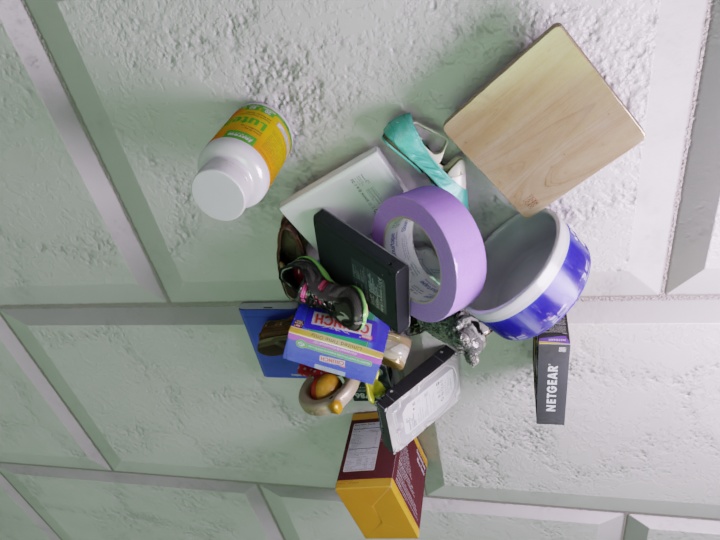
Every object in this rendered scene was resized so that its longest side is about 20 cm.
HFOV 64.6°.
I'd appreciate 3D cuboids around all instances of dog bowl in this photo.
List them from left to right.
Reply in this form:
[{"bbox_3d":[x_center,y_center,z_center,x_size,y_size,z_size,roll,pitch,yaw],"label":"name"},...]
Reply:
[{"bbox_3d":[0.255,0.005,0.894,0.078,0.202,0.200,36,127,-18],"label":"dog bowl"}]

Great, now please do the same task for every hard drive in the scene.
[{"bbox_3d":[-0.174,0.155,1.235,0.129,0.026,0.203,-1,127,15],"label":"hard drive"},{"bbox_3d":[-0.020,-0.110,0.965,0.198,0.027,0.132,-26,127,23],"label":"hard drive"},{"bbox_3d":[0.000,0.000,0.937,0.199,0.033,0.141,35,147,34],"label":"hard drive"},{"bbox_3d":[0.121,0.260,1.144,0.038,0.198,0.142,31,143,44],"label":"hard drive"}]

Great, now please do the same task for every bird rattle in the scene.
[{"bbox_3d":[-0.059,0.210,1.109,0.197,0.163,0.114,3,126,33],"label":"bird rattle"}]

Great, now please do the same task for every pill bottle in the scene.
[{"bbox_3d":[-0.181,-0.166,0.873,0.109,0.201,0.113,7,129,8],"label":"pill bottle"}]

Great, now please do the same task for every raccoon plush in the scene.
[{"bbox_3d":[0.154,0.129,1.058,0.097,0.135,0.199,41,126,-20],"label":"raccoon plush"}]

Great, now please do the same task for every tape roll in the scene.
[{"bbox_3d":[0.102,-0.026,0.888,0.199,0.065,0.203,35,136,43],"label":"tape roll"}]

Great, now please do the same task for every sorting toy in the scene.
[{"bbox_3d":[0.255,-0.211,0.810,0.198,0.070,0.199,41,126,-17],"label":"sorting toy"}]

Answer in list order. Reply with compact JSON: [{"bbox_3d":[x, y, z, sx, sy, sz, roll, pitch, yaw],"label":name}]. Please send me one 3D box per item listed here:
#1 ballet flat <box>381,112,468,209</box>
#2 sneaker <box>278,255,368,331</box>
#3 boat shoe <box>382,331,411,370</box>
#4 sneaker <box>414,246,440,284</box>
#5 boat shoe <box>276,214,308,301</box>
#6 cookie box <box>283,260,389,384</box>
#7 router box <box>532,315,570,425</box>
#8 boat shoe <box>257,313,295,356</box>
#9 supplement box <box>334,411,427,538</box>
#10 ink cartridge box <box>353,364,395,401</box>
[{"bbox_3d":[0.121,-0.167,0.886,0.199,0.068,0.070,41,112,-20],"label":"ballet flat"},{"bbox_3d":[-0.065,0.045,0.952,0.199,0.083,0.078,30,120,37],"label":"sneaker"},{"bbox_3d":[0.013,0.129,1.138,0.197,0.070,0.074,23,159,24],"label":"boat shoe"},{"bbox_3d":[0.093,-0.010,1.021,0.196,0.071,0.082,14,110,4],"label":"sneaker"},{"bbox_3d":[-0.129,-0.013,1.062,0.071,0.072,0.203,12,129,5],"label":"boat shoe"},{"bbox_3d":[-0.030,0.089,1.033,0.168,0.201,0.076,16,130,1],"label":"cookie box"},{"bbox_3d":[0.336,0.146,1.011,0.051,0.158,0.203,0,128,15],"label":"router box"},{"bbox_3d":[-0.120,0.116,1.125,0.197,0.069,0.072,-11,146,22],"label":"boat shoe"},{"bbox_3d":[0.056,0.465,1.303,0.131,0.201,0.199,-10,124,21],"label":"supplement box"},{"bbox_3d":[0.021,0.230,1.236,0.098,0.040,0.202,-5,126,17],"label":"ink cartridge box"}]
